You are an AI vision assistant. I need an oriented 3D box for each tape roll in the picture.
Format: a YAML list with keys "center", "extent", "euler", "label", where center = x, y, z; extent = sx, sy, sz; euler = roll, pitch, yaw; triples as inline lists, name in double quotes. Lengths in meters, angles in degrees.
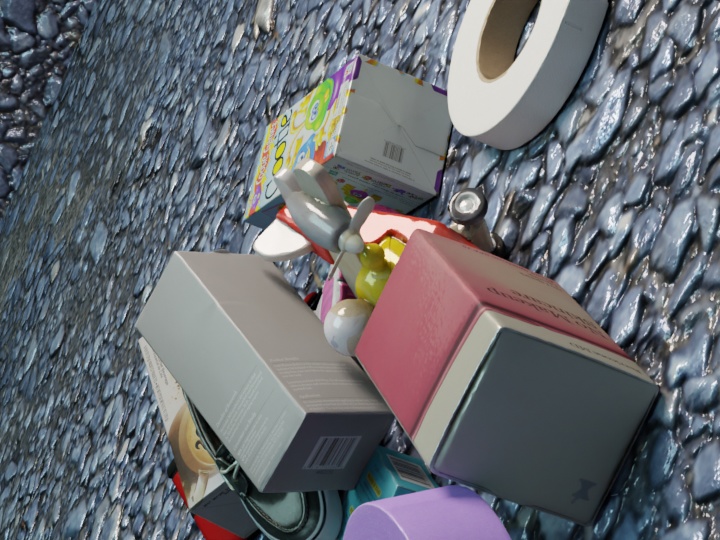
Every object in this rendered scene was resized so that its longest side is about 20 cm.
- center: [0.052, 0.241, 1.268]
  extent: [0.200, 0.066, 0.200]
  euler: [169, 90, -70]
  label: "tape roll"
- center: [0.135, -0.197, 1.614]
  extent: [0.203, 0.037, 0.203]
  euler: [-50, 28, 40]
  label: "tape roll"

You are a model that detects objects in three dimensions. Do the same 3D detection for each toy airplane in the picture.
- center: [0.000, 0.000, 1.544]
  extent: [0.199, 0.200, 0.141]
  euler: [-31, 31, 60]
  label: "toy airplane"

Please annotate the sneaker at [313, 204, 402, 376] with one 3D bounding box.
- center: [-0.009, 0.040, 1.697]
  extent: [0.088, 0.081, 0.200]
  euler: [-21, 51, 61]
  label: "sneaker"

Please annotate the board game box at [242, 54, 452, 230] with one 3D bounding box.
- center: [-0.012, -0.100, 1.800]
  extent: [0.200, 0.105, 0.103]
  euler: [-30, 44, 59]
  label: "board game box"

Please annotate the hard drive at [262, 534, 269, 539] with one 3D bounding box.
- center: [-0.074, 0.290, 1.688]
  extent: [0.200, 0.033, 0.140]
  euler: [-61, 22, 16]
  label: "hard drive"

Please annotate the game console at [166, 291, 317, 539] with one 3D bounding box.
- center: [-0.086, 0.148, 1.881]
  extent: [0.172, 0.119, 0.200]
  euler: [56, 131, 27]
  label: "game console"

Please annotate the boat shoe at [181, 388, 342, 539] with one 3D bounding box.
- center: [-0.089, 0.149, 1.584]
  extent: [0.072, 0.071, 0.200]
  euler: [-49, 51, 8]
  label: "boat shoe"

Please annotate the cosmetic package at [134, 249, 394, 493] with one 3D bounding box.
- center: [-0.076, 0.076, 1.550]
  extent: [0.200, 0.107, 0.090]
  euler: [47, 119, 36]
  label: "cosmetic package"

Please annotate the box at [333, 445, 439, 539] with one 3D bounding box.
- center: [-0.002, 0.242, 1.541]
  extent: [0.200, 0.049, 0.082]
  euler: [-65, 21, 12]
  label: "box"

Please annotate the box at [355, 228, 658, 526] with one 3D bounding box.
- center: [0.094, 0.068, 1.348]
  extent: [0.109, 0.128, 0.200]
  euler: [-64, 22, 12]
  label: "box"

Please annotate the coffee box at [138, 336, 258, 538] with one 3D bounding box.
- center: [-0.108, 0.114, 1.725]
  extent: [0.113, 0.080, 0.200]
  euler: [-38, 46, 17]
  label: "coffee box"
